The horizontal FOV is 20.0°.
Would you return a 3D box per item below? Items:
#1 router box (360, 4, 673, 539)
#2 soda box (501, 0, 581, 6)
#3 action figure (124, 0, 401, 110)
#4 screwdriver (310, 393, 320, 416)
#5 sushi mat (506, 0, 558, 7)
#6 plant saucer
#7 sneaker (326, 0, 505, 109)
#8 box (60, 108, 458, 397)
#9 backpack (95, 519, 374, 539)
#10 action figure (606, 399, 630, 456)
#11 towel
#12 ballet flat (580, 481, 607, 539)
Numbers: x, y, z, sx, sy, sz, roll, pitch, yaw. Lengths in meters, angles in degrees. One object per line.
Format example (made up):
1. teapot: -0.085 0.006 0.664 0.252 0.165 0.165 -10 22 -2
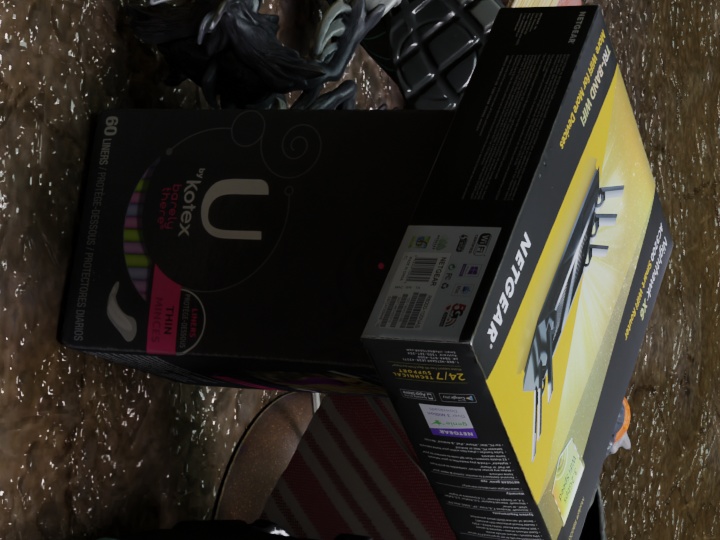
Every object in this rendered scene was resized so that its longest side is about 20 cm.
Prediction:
1. router box: 0.077 0.007 0.903 0.201 0.052 0.158 -67 146 -36
2. soda box: 0.084 -0.193 1.344 0.200 0.063 0.069 -31 120 -60
3. action figure: -0.044 -0.114 1.041 0.103 0.118 0.200 -68 159 -15
4. screwdriver: -0.030 0.064 1.142 0.028 0.029 0.202 117 -27 -77
5. sushi mat: 0.086 -0.122 1.302 0.201 0.012 0.096 -64 162 18
6. plant saucer: -0.026 0.172 1.182 0.200 0.034 0.202 -8 99 -62
7. sneaker: 0.032 -0.144 1.146 0.200 0.075 0.079 53 1 9
8. box: -0.027 -0.007 0.978 0.106 0.199 0.123 26 68 -62
9. backpack: -0.069 0.226 0.935 0.153 0.175 0.202 -6 94 -41
10. action figure: 0.131 0.127 1.426 0.193 0.104 0.202 0 91 -55
11. towel: -0.007 0.163 1.016 0.030 0.146 0.201 12 117 -36
12. ballet flat: 0.152 0.178 1.391 0.067 0.057 0.200 -50 155 -15
